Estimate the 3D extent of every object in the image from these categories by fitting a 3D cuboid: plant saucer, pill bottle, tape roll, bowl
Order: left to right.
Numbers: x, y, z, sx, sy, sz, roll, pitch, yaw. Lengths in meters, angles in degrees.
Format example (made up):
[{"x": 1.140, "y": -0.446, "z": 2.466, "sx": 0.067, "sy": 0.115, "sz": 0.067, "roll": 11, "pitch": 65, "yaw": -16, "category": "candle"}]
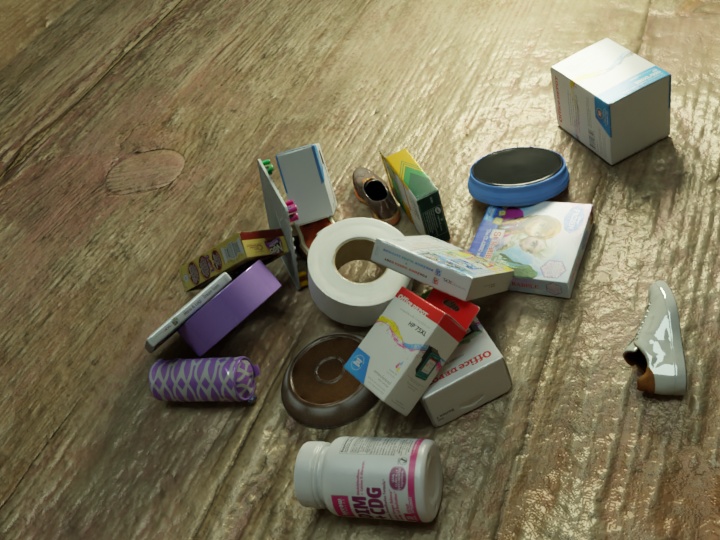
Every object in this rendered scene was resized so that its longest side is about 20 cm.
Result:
[{"x": -0.241, "y": 0.069, "z": 1.381, "sx": 0.200, "sy": 0.066, "sz": 0.200, "roll": -41, "pitch": 3, "yaw": 3, "category": "tape roll"}, {"x": -0.049, "y": 0.180, "z": 1.299, "sx": 0.198, "sy": 0.032, "sz": 0.201, "roll": -11, "pitch": 44, "yaw": 11, "category": "plant saucer"}, {"x": 0.000, "y": 0.000, "z": 1.382, "sx": 0.200, "sy": 0.071, "sz": 0.204, "roll": 1, "pitch": 55, "yaw": -1, "category": "tape roll"}, {"x": 0.011, "y": 0.301, "z": 1.090, "sx": 0.198, "sy": 0.114, "sz": 0.114, "roll": -3, "pitch": 46, "yaw": 21, "category": "pill bottle"}, {"x": 0.310, "y": -0.191, "z": 1.481, "sx": 0.199, "sy": 0.040, "sz": 0.201, "roll": -9, "pitch": 31, "yaw": 5, "category": "bowl"}]

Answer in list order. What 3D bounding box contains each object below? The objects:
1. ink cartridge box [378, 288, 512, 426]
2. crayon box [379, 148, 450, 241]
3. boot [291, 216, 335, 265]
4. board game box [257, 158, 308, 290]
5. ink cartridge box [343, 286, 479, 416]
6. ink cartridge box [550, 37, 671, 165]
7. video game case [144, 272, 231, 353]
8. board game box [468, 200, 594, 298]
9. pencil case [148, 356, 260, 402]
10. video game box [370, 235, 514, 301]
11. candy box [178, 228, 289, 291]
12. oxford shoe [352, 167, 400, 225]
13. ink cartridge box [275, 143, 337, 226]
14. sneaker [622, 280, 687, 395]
[{"x": 0.137, "y": 0.132, "z": 1.227, "sx": 0.144, "sy": 0.084, "sz": 0.201, "roll": -27, "pitch": 43, "yaw": -2, "category": "ink cartridge box"}, {"x": 0.108, "y": -0.155, "z": 1.498, "sx": 0.051, "sy": 0.126, "sz": 0.200, "roll": -25, "pitch": 43, "yaw": -4, "category": "crayon box"}, {"x": -0.071, "y": -0.048, "z": 1.510, "sx": 0.106, "sy": 0.075, "sz": 0.200, "roll": -22, "pitch": 41, "yaw": -7, "category": "boot"}, {"x": -0.155, "y": -0.095, "z": 1.499, "sx": 0.026, "sy": 0.201, "sz": 0.200, "roll": -16, "pitch": 41, "yaw": -14, "category": "board game box"}, {"x": 0.079, "y": 0.106, "z": 1.154, "sx": 0.201, "sy": 0.067, "sz": 0.116, "roll": -54, "pitch": 40, "yaw": -4, "category": "ink cartridge box"}, {"x": 0.502, "y": -0.345, "z": 1.509, "sx": 0.144, "sy": 0.148, "sz": 0.200, "roll": -27, "pitch": 43, "yaw": -6, "category": "ink cartridge box"}, {"x": -0.326, "y": 0.082, "z": 1.396, "sx": 0.182, "sy": 0.024, "sz": 0.200, "roll": -43, "pitch": 5, "yaw": -19, "category": "video game case"}, {"x": 0.307, "y": -0.048, "z": 1.370, "sx": 0.198, "sy": 0.041, "sz": 0.201, "roll": 7, "pitch": 50, "yaw": 28, "category": "board game box"}, {"x": -0.282, "y": 0.193, "z": 1.346, "sx": 0.198, "sy": 0.085, "sz": 0.086, "roll": -2, "pitch": 20, "yaw": 20, "category": "pencil case"}, {"x": 0.142, "y": -0.009, "z": 1.257, "sx": 0.181, "sy": 0.047, "sz": 0.199, "roll": 22, "pitch": 14, "yaw": 28, "category": "video game box"}, {"x": -0.250, "y": -0.020, "z": 1.465, "sx": 0.199, "sy": 0.057, "sz": 0.116, "roll": -27, "pitch": -10, "yaw": 37, "category": "candy box"}, {"x": 0.029, "y": -0.177, "z": 1.593, "sx": 0.071, "sy": 0.073, "sz": 0.200, "roll": -28, "pitch": 42, "yaw": -6, "category": "oxford shoe"}, {"x": -0.107, "y": -0.182, "z": 1.541, "sx": 0.083, "sy": 0.146, "sz": 0.200, "roll": -16, "pitch": 10, "yaw": 3, "category": "ink cartridge box"}, {"x": 0.443, "y": 0.097, "z": 1.144, "sx": 0.084, "sy": 0.073, "sz": 0.201, "roll": -3, "pitch": 47, "yaw": 16, "category": "sneaker"}]
